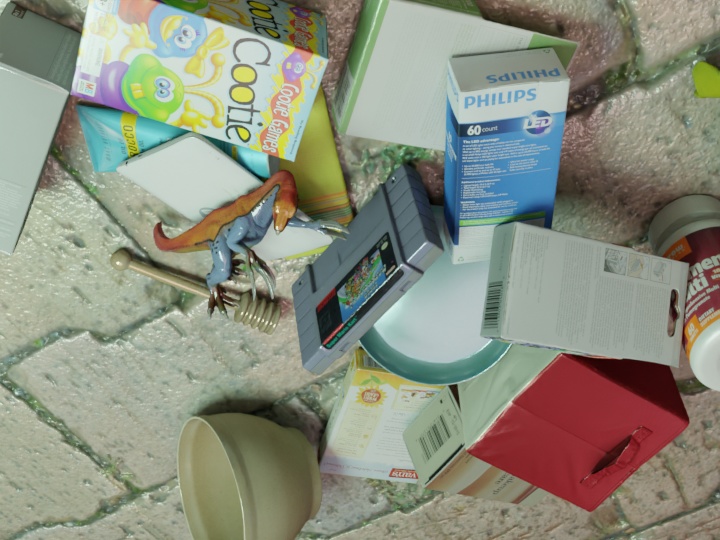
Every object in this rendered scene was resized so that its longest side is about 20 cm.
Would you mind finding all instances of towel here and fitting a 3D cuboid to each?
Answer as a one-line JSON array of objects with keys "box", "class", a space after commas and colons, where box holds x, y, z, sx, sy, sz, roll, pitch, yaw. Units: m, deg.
[{"box": [-0.060, -0.099, 0.968, 0.085, 0.018, 0.202, -12, 130, 2], "class": "towel"}]

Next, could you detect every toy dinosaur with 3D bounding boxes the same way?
[{"box": [-0.118, -0.036, 0.889, 0.197, 0.106, 0.183, 23, 135, 2], "class": "toy dinosaur"}]

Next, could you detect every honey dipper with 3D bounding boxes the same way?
[{"box": [-0.183, 0.020, 1.049, 0.198, 0.038, 0.038, 24, 125, -18], "class": "honey dipper"}]

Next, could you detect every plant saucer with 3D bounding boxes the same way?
[{"box": [0.081, 0.026, 1.026, 0.197, 0.027, 0.204, 3, 105, 11], "class": "plant saucer"}]

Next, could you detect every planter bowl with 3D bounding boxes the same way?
[{"box": [-0.132, 0.270, 1.177, 0.133, 0.201, 0.202, -8, 137, -33], "class": "planter bowl"}]

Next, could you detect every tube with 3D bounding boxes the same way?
[{"box": [-0.177, -0.123, 0.917, 0.197, 0.051, 0.078, 5, 126, 10], "class": "tube"}]

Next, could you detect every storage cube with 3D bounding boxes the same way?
[{"box": [0.228, 0.127, 1.059, 0.178, 0.201, 0.172, 27, 121, -19], "class": "storage cube"}]

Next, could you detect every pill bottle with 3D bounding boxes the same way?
[{"box": [0.368, 0.018, 0.969, 0.108, 0.202, 0.111, -2, 131, -2], "class": "pill bottle"}]

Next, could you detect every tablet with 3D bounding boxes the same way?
[{"box": [-0.135, -0.066, 0.943, 0.129, 0.014, 0.199, -12, 143, 40], "class": "tablet"}]

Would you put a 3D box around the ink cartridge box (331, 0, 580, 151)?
[{"box": [0.086, -0.183, 0.886, 0.197, 0.048, 0.147, 7, 130, -18], "class": "ink cartridge box"}]

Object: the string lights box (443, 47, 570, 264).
[{"box": [0.134, -0.104, 0.894, 0.101, 0.059, 0.202, -6, 132, -4], "class": "string lights box"}]

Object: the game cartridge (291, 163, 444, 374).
[{"box": [0.000, 0.000, 0.960, 0.038, 0.131, 0.200, 29, 120, -27], "class": "game cartridge"}]

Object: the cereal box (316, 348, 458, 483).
[{"box": [0.035, 0.192, 1.201, 0.142, 0.040, 0.202, 10, 129, -14], "class": "cereal box"}]

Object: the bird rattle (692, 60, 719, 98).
[{"box": [0.389, -0.105, 0.885, 0.111, 0.203, 0.163, -10, 154, 6], "class": "bird rattle"}]

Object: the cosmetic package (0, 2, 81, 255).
[{"box": [-0.325, -0.129, 0.868, 0.089, 0.108, 0.201, 23, 127, -21], "class": "cosmetic package"}]

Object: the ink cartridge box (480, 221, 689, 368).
[{"box": [0.219, 0.027, 0.909, 0.197, 0.111, 0.050, 11, 173, -18], "class": "ink cartridge box"}]

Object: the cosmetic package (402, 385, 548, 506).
[{"box": [0.164, 0.224, 1.175, 0.198, 0.088, 0.104, 17, 124, -35], "class": "cosmetic package"}]

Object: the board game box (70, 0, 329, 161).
[{"box": [-0.136, -0.189, 0.819, 0.197, 0.104, 0.106, 15, 122, -14], "class": "board game box"}]
